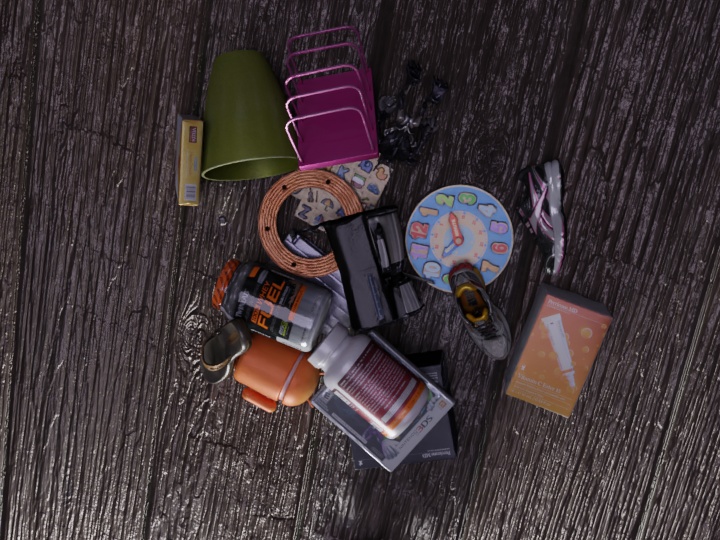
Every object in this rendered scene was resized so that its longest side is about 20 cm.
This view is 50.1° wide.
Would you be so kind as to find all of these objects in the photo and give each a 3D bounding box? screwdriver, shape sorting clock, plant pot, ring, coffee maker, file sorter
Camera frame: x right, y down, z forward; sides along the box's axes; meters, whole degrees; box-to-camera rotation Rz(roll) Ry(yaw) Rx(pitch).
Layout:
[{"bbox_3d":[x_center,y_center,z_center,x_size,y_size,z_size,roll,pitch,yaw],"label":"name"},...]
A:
[{"bbox_3d":[0.046,-0.006,1.446,0.198,0.029,0.028,16,101,7],"label":"screwdriver"},{"bbox_3d":[0.181,-0.056,1.413,0.198,0.039,0.202,2,102,9],"label":"shape sorting clock"},{"bbox_3d":[-0.202,-0.277,1.365,0.185,0.187,0.202,-9,88,10],"label":"plant pot"},{"bbox_3d":[-0.092,-0.088,1.435,0.198,0.019,0.203,0,93,1],"label":"ring"},{"bbox_3d":[0.000,0.000,1.381,0.190,0.135,0.202,-11,97,23],"label":"coffee maker"},{"bbox_3d":[-0.052,-0.295,1.299,0.138,0.126,0.202,-9,58,8],"label":"file sorter"}]

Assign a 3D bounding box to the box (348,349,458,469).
[{"bbox_3d":[0.074,0.263,1.463,0.198,0.104,0.184,-8,99,11],"label":"box"}]

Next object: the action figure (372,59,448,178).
[{"bbox_3d":[0.082,-0.262,1.357,0.118,0.102,0.201,25,131,-5],"label":"action figure"}]

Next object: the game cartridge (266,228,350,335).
[{"bbox_3d":[-0.088,0.031,1.477,0.199,0.038,0.130,38,109,0],"label":"game cartridge"}]

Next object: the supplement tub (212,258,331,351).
[{"bbox_3d":[-0.162,0.059,1.415,0.198,0.123,0.124,21,104,4],"label":"supplement tub"}]

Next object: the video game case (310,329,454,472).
[{"bbox_3d":[0.039,0.237,1.398,0.200,0.023,0.182,41,103,1],"label":"video game case"}]

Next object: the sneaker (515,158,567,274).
[{"bbox_3d":[0.321,-0.094,1.374,0.086,0.080,0.202,-2,94,21],"label":"sneaker"}]

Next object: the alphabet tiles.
[{"bbox_3d":[-0.040,-0.168,1.440,0.165,0.006,0.201,27,105,3],"label":"alphabet tiles"}]

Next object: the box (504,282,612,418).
[{"bbox_3d":[0.354,0.142,1.398,0.123,0.098,0.202,20,104,4],"label":"box"}]

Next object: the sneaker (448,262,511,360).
[{"bbox_3d":[0.215,0.088,1.406,0.077,0.082,0.201,-26,113,16],"label":"sneaker"}]

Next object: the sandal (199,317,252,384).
[{"bbox_3d":[-0.258,0.151,1.406,0.200,0.054,0.082,-39,77,49],"label":"sandal"}]

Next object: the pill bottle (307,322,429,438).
[{"bbox_3d":[0.012,0.184,1.323,0.200,0.113,0.113,40,105,0],"label":"pill bottle"}]

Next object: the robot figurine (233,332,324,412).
[{"bbox_3d":[-0.163,0.186,1.478,0.199,0.117,0.145,26,60,3],"label":"robot figurine"}]

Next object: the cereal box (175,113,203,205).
[{"bbox_3d":[-0.309,-0.202,1.378,0.039,0.200,0.145,2,102,-16],"label":"cereal box"}]
